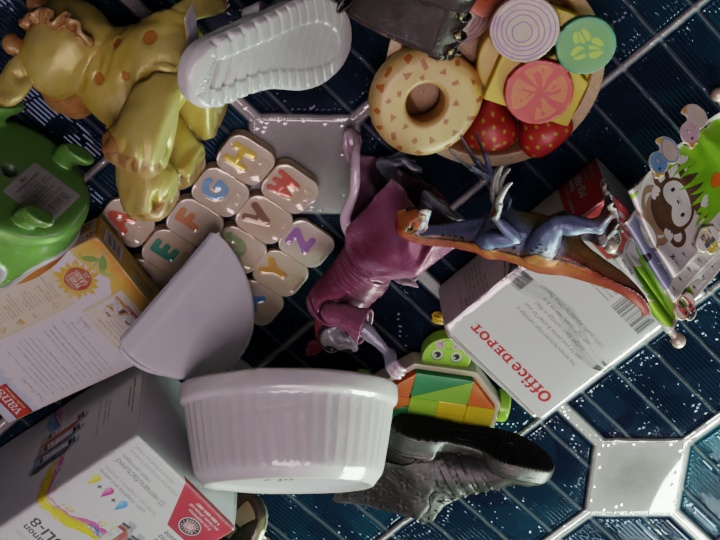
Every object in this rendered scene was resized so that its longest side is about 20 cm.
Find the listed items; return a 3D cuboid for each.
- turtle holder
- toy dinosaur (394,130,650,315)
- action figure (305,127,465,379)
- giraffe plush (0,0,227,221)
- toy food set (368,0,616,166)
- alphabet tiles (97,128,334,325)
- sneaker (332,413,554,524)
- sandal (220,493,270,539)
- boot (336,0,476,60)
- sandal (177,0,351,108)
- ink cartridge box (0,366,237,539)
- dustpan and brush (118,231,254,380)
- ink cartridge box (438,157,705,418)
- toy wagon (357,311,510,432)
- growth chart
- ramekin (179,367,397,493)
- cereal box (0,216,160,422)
[{"bbox_3d":[-0.332,-0.059,1.417,0.185,0.141,0.132,14,135,-20],"label":"turtle holder"},{"bbox_3d":[0.127,-0.026,1.378,0.181,0.105,0.201,-19,89,9],"label":"toy dinosaur"},{"bbox_3d":[0.000,0.000,1.474,0.149,0.134,0.200,31,112,-19],"label":"action figure"},{"bbox_3d":[-0.212,-0.160,1.369,0.161,0.173,0.201,17,132,11],"label":"giraffe plush"},{"bbox_3d":[0.115,-0.177,1.425,0.199,0.049,0.199,16,118,-12],"label":"toy food set"},{"bbox_3d":[-0.132,-0.033,1.515,0.195,0.015,0.200,33,114,-20],"label":"alphabet tiles"},{"bbox_3d":[0.079,0.201,1.597,0.199,0.060,0.105,14,117,-5],"label":"sneaker"},{"bbox_3d":[-0.114,0.305,1.690,0.057,0.080,0.202,-6,129,-20],"label":"sandal"},{"bbox_3d":[0.094,-0.246,1.330,0.199,0.069,0.175,18,125,-1],"label":"boot"},{"bbox_3d":[-0.082,-0.188,1.357,0.050,0.202,0.083,25,118,32],"label":"sandal"},{"bbox_3d":[-0.239,0.209,1.577,0.200,0.145,0.145,-34,117,17],"label":"ink cartridge box"},{"bbox_3d":[-0.135,0.065,1.529,0.140,0.057,0.200,-50,128,-12],"label":"dustpan and brush"},{"bbox_3d":[0.191,0.018,1.525,0.200,0.083,0.147,-39,115,17],"label":"ink cartridge box"},{"bbox_3d":[0.068,0.133,1.611,0.154,0.040,0.201,8,120,-9],"label":"toy wagon"},{"bbox_3d":[0.295,-0.052,1.465,0.145,0.018,0.200,46,73,-22],"label":"growth chart"},{"bbox_3d":[-0.065,0.150,1.500,0.201,0.202,0.095,0,78,-3],"label":"ramekin"},{"bbox_3d":[-0.285,0.049,1.527,0.199,0.040,0.144,-23,125,15],"label":"cereal box"}]
